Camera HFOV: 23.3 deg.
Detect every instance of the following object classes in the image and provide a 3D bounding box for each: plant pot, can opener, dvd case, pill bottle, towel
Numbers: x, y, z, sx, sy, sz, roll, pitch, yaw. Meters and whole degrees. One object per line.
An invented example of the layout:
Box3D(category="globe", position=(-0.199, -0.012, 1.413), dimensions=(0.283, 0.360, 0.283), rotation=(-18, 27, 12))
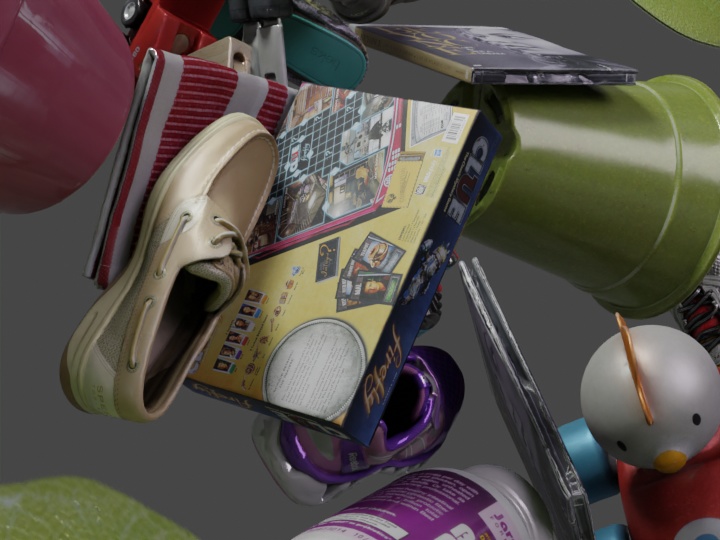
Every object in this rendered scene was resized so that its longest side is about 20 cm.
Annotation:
Box3D(category="plant pot", position=(-0.222, -0.120, 0.919), dimensions=(0.179, 0.200, 0.200), rotation=(35, 33, -51))
Box3D(category="can opener", position=(-0.083, -0.185, 1.189), dimensions=(0.067, 0.053, 0.201), rotation=(-10, 97, -34))
Box3D(category="plant pot", position=(0.155, -0.075, 1.357), dimensions=(0.190, 0.200, 0.200), rotation=(11, 49, -29))
Box3D(category="dvd case", position=(0.113, 0.109, 1.146), dimensions=(0.149, 0.016, 0.200), rotation=(71, -2, -49))
Box3D(category="dvd case", position=(0.097, -0.169, 1.347), dimensions=(0.148, 0.016, 0.200), rotation=(-3, 17, -28))
Box3D(category="pill bottle", position=(0.032, 0.178, 1.004), dimensions=(0.112, 0.112, 0.200), rotation=(58, 33, 8))
Box3D(category="towel", position=(-0.077, -0.047, 1.060), dimensions=(0.023, 0.144, 0.200), rotation=(18, 5, 35))

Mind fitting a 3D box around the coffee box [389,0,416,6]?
Box3D(category="coffee box", position=(0.023, -0.341, 1.487), dimensions=(0.200, 0.113, 0.080), rotation=(56, 33, 5))

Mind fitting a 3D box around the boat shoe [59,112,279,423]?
Box3D(category="boat shoe", position=(-0.092, -0.001, 0.982), dimensions=(0.200, 0.065, 0.072), rotation=(-60, 139, -24))

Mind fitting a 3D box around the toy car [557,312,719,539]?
Box3D(category="toy car", position=(0.207, 0.112, 1.166), dimensions=(0.200, 0.184, 0.177), rotation=(48, 26, -49))

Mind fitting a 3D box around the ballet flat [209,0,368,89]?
Box3D(category="ballet flat", position=(-0.084, -0.190, 1.268), dimensions=(0.200, 0.072, 0.072), rotation=(29, 39, -32))

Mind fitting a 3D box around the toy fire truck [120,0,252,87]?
Box3D(category="toy fire truck", position=(-0.107, -0.127, 1.094), dimensions=(0.049, 0.200, 0.141), rotation=(21, 16, -40))

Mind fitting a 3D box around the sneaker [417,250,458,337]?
Box3D(category="sneaker", position=(0.000, 0.000, 1.118), dimensions=(0.079, 0.095, 0.200), rotation=(53, 18, -10))

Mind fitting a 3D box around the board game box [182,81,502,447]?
Box3D(category="board game box", position=(-0.016, -0.009, 1.018), dimensions=(0.035, 0.135, 0.200), rotation=(42, 68, -50))

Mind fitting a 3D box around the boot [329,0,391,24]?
Box3D(category="boot", position=(-0.026, -0.263, 1.241), dimensions=(0.200, 0.072, 0.182), rotation=(-3, 72, -78))

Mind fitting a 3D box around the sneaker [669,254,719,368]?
Box3D(category="sneaker", position=(0.316, 0.047, 1.514), dimensions=(0.200, 0.078, 0.082), rotation=(51, 34, -2))

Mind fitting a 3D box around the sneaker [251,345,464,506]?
Box3D(category="sneaker", position=(0.021, 0.085, 1.103), dimensions=(0.081, 0.088, 0.200), rotation=(57, 32, 9))
